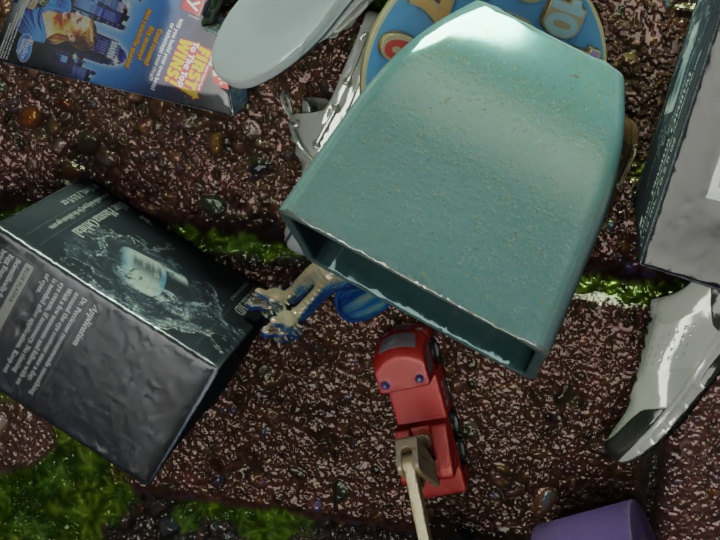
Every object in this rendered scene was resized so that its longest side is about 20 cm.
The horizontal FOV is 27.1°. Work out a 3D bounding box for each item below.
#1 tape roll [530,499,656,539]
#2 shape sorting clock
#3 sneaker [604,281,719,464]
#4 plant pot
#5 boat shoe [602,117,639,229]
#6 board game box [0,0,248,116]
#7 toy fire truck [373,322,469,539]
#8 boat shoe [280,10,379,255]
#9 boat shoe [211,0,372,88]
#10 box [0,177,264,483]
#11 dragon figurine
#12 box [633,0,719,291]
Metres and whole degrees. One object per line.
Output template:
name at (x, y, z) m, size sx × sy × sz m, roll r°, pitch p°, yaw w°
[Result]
tape roll at (0.206, 0.290, 1.191) m, size 0.084 × 0.200 × 0.201 m, roll -19°, pitch 101°, yaw 14°
shape sorting clock at (0.096, -0.147, 1.146) m, size 0.199 × 0.039 × 0.201 m, roll -8°, pitch 116°, yaw -16°
sneaker at (0.253, 0.066, 1.198) m, size 0.080 × 0.074 × 0.201 m, roll 38°, pitch 104°, yaw 14°
plant pot at (0.083, -0.065, 1.039) m, size 0.195 × 0.196 × 0.201 m, roll 27°, pitch 83°, yaw 8°
boat shoe at (0.163, -0.034, 1.176) m, size 0.074 × 0.075 × 0.203 m, roll 2°, pitch 126°, yaw -33°
board game box at (-0.163, -0.218, 1.190) m, size 0.199 × 0.062 × 0.201 m, roll 27°, pitch 110°, yaw -1°
toy fire truck at (0.049, 0.155, 1.214) m, size 0.048 × 0.141 × 0.201 m, roll -12°, pitch 103°, yaw 13°
boat shoe at (-0.027, -0.115, 1.190) m, size 0.086 × 0.075 × 0.203 m, roll 30°, pitch 106°, yaw 1°
boat shoe at (-0.026, -0.207, 1.148) m, size 0.200 × 0.065 × 0.074 m, roll -41°, pitch 63°, yaw 4°
box at (-0.196, 0.040, 1.192) m, size 0.199 × 0.197 × 0.118 m, roll 33°, pitch 107°, yaw 0°
dragon figurine at (0.000, 0.000, 1.203) m, size 0.059 × 0.199 × 0.100 m, roll 55°, pitch 139°, yaw 24°
box at (0.278, -0.101, 1.070) m, size 0.117 × 0.200 × 0.198 m, roll 17°, pitch 107°, yaw 5°
